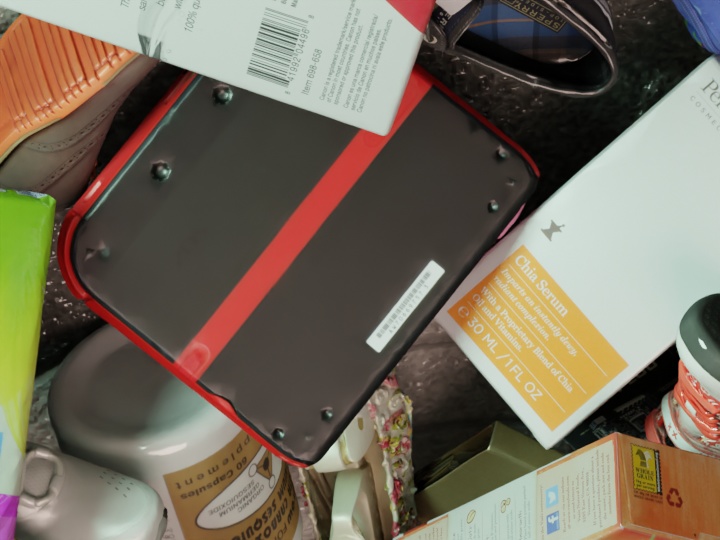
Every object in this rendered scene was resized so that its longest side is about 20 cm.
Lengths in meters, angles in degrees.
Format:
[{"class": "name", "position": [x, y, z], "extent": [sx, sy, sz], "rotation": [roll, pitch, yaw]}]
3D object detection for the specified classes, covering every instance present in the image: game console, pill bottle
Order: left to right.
[{"class": "pill bottle", "position": [-0.093, 0.128, 1.619], "extent": [0.114, 0.114, 0.200], "rotation": [-16, 131, -2]}, {"class": "game console", "position": [-0.034, -0.028, 1.484], "extent": [0.177, 0.031, 0.200], "rotation": [39, 89, -10]}]

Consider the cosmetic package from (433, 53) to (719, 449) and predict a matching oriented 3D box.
[{"class": "cosmetic package", "position": [0.143, -0.011, 1.532], "extent": [0.200, 0.071, 0.101], "rotation": [-42, 87, 13]}]

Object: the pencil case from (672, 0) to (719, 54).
[{"class": "pencil case", "position": [0.148, -0.184, 1.451], "extent": [0.200, 0.078, 0.087], "rotation": [41, 73, -36]}]

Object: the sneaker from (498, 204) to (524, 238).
[{"class": "sneaker", "position": [0.000, 0.000, 1.547], "extent": [0.200, 0.095, 0.079], "rotation": [-35, 92, -4]}]

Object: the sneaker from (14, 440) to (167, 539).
[{"class": "sneaker", "position": [-0.197, 0.112, 1.501], "extent": [0.200, 0.075, 0.087], "rotation": [7, 141, 10]}]

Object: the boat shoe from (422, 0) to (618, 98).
[{"class": "boat shoe", "position": [0.048, -0.135, 1.474], "extent": [0.200, 0.066, 0.070], "rotation": [24, 118, -30]}]

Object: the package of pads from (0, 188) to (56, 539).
[{"class": "package of pads", "position": [-0.236, 0.051, 1.405], "extent": [0.154, 0.068, 0.200], "rotation": [10, 82, -23]}]

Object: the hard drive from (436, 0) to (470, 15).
[{"class": "hard drive", "position": [0.011, -0.221, 1.367], "extent": [0.200, 0.025, 0.132], "rotation": [38, 128, -17]}]

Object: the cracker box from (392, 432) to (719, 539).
[{"class": "cracker box", "position": [0.126, 0.152, 1.574], "extent": [0.134, 0.058, 0.200], "rotation": [16, 150, -32]}]

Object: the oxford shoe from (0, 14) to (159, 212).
[{"class": "oxford shoe", "position": [-0.153, -0.078, 1.474], "extent": [0.200, 0.071, 0.073], "rotation": [-36, 138, 25]}]

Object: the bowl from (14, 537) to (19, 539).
[{"class": "bowl", "position": [-0.229, 0.219, 1.497], "extent": [0.201, 0.094, 0.201], "rotation": [7, 134, 7]}]

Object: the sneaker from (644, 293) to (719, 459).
[{"class": "sneaker", "position": [0.187, 0.070, 1.522], "extent": [0.108, 0.067, 0.201], "rotation": [-40, 160, 22]}]

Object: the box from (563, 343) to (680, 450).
[{"class": "box", "position": [0.207, 0.038, 1.646], "extent": [0.200, 0.086, 0.164], "rotation": [-37, 128, 15]}]

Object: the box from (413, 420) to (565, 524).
[{"class": "box", "position": [0.116, 0.161, 1.693], "extent": [0.200, 0.021, 0.163], "rotation": [28, 146, -18]}]

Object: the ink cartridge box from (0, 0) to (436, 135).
[{"class": "ink cartridge box", "position": [-0.057, -0.166, 1.356], "extent": [0.200, 0.084, 0.144], "rotation": [18, 134, -2]}]

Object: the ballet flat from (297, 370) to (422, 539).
[{"class": "ballet flat", "position": [-0.005, 0.110, 1.627], "extent": [0.076, 0.064, 0.200], "rotation": [-8, 115, 18]}]
